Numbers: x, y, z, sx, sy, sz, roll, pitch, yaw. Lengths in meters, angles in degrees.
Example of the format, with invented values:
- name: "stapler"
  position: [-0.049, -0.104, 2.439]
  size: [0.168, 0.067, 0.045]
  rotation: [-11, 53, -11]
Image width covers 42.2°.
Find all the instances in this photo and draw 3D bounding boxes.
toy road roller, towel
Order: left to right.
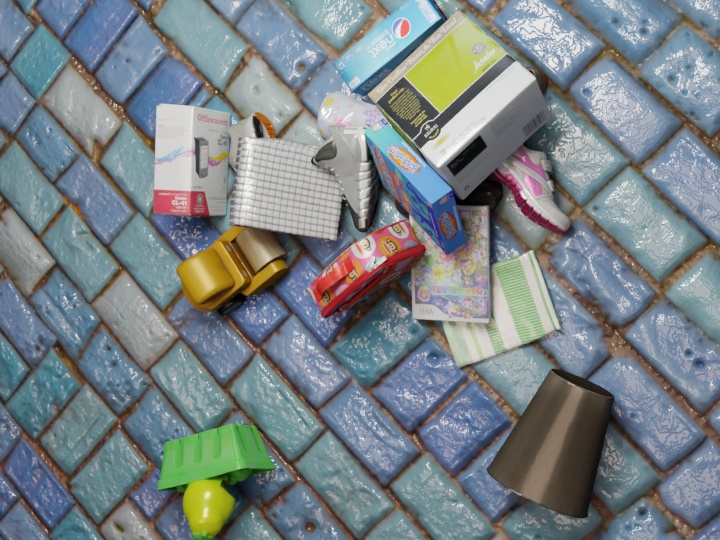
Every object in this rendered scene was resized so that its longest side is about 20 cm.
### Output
- name: "toy road roller"
  position: [-0.248, -0.004, 1.736]
  size: [0.200, 0.146, 0.123]
  rotation: [-37, 80, 19]
- name: "towel"
  position: [-0.130, -0.147, 1.678]
  size: [0.199, 0.086, 0.167]
  rotation: [7, 88, -20]
- name: "towel"
  position: [0.233, 0.067, 1.622]
  size: [0.199, 0.023, 0.153]
  rotation: [-22, 85, 20]

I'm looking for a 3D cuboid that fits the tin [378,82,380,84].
- name: "tin"
  position: [0.110, -0.357, 1.641]
  size: [0.199, 0.042, 0.113]
  rotation: [16, 103, 19]

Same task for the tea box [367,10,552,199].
- name: "tea box"
  position: [0.158, -0.262, 1.484]
  size: [0.200, 0.134, 0.197]
  rotation: [-41, 61, 5]

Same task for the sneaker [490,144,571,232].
- name: "sneaker"
  position: [0.290, -0.151, 1.557]
  size: [0.088, 0.081, 0.200]
  rotation: [-40, 92, -3]

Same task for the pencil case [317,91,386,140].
- name: "pencil case"
  position: [0.023, -0.256, 1.652]
  size: [0.199, 0.083, 0.091]
  rotation: [15, 116, 21]

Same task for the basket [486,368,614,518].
- name: "basket"
  position: [0.327, 0.276, 1.542]
  size: [0.179, 0.136, 0.201]
  rotation: [22, 97, 15]

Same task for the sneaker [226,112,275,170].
- name: "sneaker"
  position: [-0.201, -0.189, 1.757]
  size: [0.092, 0.076, 0.202]
  rotation: [-11, 85, 34]

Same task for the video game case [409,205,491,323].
- name: "video game case"
  position: [0.155, -0.012, 1.615]
  size: [0.142, 0.018, 0.202]
  rotation: [2, 101, 25]

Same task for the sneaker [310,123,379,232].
- name: "sneaker"
  position: [-0.030, -0.167, 1.640]
  size: [0.115, 0.075, 0.201]
  rotation: [9, 120, 16]

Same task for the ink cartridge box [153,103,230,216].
- name: "ink cartridge box"
  position: [-0.315, -0.203, 1.751]
  size: [0.085, 0.147, 0.202]
  rotation: [6, 96, 20]

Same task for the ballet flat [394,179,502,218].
- name: "ballet flat"
  position: [0.154, -0.122, 1.637]
  size: [0.199, 0.057, 0.067]
  rotation: [-1, 117, 26]

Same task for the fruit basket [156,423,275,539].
- name: "fruit basket"
  position: [-0.274, 0.406, 1.761]
  size: [0.214, 0.155, 0.217]
  rotation: [-6, 76, 24]

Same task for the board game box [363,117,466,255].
- name: "board game box"
  position: [0.090, -0.138, 1.538]
  size: [0.045, 0.152, 0.200]
  rotation: [-34, 55, -6]

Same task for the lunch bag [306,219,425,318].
- name: "lunch bag"
  position: [0.000, 0.000, 1.602]
  size: [0.200, 0.176, 0.082]
  rotation: [-41, 76, 44]

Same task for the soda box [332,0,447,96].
- name: "soda box"
  position: [0.054, -0.388, 1.605]
  size: [0.200, 0.068, 0.064]
  rotation: [-36, 81, 19]

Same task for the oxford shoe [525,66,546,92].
- name: "oxford shoe"
  position: [0.229, -0.267, 1.578]
  size: [0.070, 0.075, 0.200]
  rotation: [42, 106, 14]
